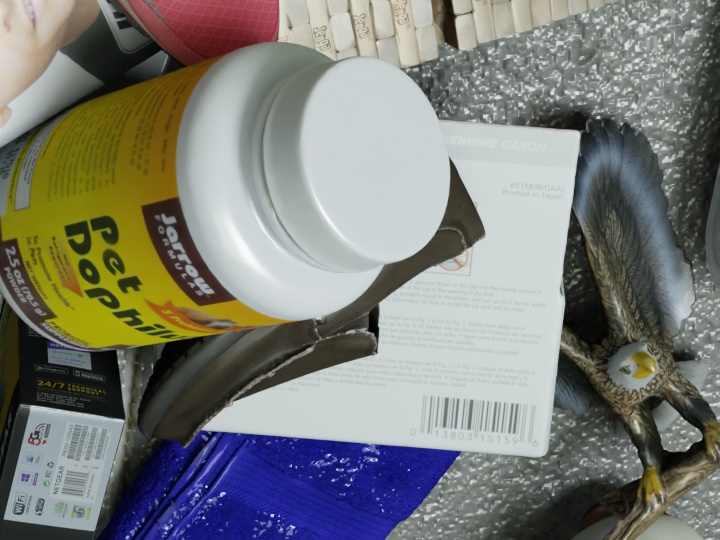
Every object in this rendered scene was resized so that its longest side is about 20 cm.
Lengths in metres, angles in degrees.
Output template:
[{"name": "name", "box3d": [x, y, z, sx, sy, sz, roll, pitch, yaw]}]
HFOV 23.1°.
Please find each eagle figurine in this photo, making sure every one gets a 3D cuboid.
[{"name": "eagle figurine", "box3d": [0.128, 0.034, 0.947, 0.152, 0.151, 0.200, -37, 89, -36]}]

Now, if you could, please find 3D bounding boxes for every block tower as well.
[{"name": "block tower", "box3d": [0.033, -0.135, 0.842, 0.199, 0.058, 0.054, -18, 116, -14]}]

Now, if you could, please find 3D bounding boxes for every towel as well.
[{"name": "towel", "box3d": [-0.047, 0.130, 0.976, 0.147, 0.050, 0.200, 31, 107, -23]}]

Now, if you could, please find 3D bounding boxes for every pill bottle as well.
[{"name": "pill bottle", "box3d": [-0.060, -0.029, 0.720, 0.199, 0.110, 0.109, -11, 132, 46]}]

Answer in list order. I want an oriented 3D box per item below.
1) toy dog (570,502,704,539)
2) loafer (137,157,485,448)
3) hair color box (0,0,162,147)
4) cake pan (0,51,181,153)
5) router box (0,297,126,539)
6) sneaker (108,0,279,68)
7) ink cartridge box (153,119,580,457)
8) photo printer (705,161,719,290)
[{"name": "toy dog", "box3d": [0.137, 0.230, 1.017, 0.193, 0.140, 0.201, 5, 126, -30]}, {"name": "loafer", "box3d": [-0.022, 0.022, 0.805, 0.200, 0.073, 0.071, -41, 105, 19]}, {"name": "hair color box", "box3d": [-0.150, -0.118, 0.748, 0.200, 0.061, 0.099, -34, 119, -18]}, {"name": "cake pan", "box3d": [-0.153, -0.119, 0.805, 0.199, 0.037, 0.202, -10, 109, -29]}, {"name": "router box", "box3d": [-0.169, 0.114, 0.889, 0.052, 0.157, 0.201, 11, 114, -17]}, {"name": "sneaker", "box3d": [-0.070, -0.162, 0.695, 0.074, 0.087, 0.201, -27, 118, -23]}, {"name": "ink cartridge box", "box3d": [0.000, 0.000, 0.857, 0.199, 0.044, 0.175, 5, 113, 1]}, {"name": "photo printer", "box3d": [0.270, -0.068, 0.927, 0.165, 0.069, 0.201, -4, 118, -22]}]
